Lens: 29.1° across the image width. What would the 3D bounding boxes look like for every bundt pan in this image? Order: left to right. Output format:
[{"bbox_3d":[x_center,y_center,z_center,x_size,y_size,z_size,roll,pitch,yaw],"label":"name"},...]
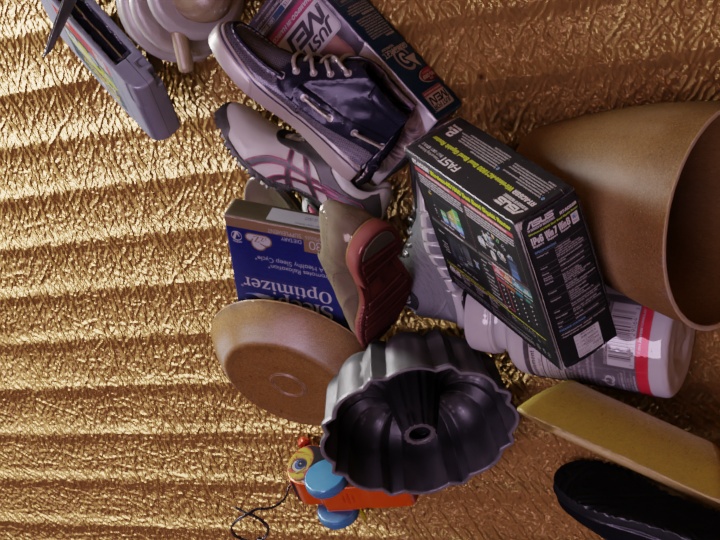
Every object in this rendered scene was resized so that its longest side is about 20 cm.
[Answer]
[{"bbox_3d":[0.054,0.134,1.380,0.199,0.076,0.203,-4,136,-4],"label":"bundt pan"}]

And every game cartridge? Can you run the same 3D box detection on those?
[{"bbox_3d":[-0.261,-0.224,1.416,0.041,0.133,0.200,-40,71,-7],"label":"game cartridge"}]

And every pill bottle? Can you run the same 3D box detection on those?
[{"bbox_3d":[0.200,0.047,1.279,0.198,0.111,0.112,9,115,26],"label":"pill bottle"}]

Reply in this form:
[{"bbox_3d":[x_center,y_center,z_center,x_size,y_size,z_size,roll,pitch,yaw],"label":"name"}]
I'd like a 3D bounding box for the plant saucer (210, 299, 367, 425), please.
[{"bbox_3d":[-0.070,0.107,1.452,0.198,0.036,0.201,15,144,11],"label":"plant saucer"}]

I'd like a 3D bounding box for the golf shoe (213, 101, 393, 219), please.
[{"bbox_3d":[-0.055,-0.111,1.386,0.200,0.077,0.088,41,118,-3],"label":"golf shoe"}]

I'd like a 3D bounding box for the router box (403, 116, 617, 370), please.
[{"bbox_3d":[0.125,-0.028,1.180,0.200,0.062,0.151,42,159,55],"label":"router box"}]

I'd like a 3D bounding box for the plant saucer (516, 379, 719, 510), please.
[{"bbox_3d":[0.254,0.157,1.276,0.198,0.200,0.049,23,85,19],"label":"plant saucer"}]

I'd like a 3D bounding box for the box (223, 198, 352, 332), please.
[{"bbox_3d":[-0.068,0.022,1.411,0.120,0.033,0.201,11,136,16],"label":"box"}]

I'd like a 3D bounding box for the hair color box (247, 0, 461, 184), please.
[{"bbox_3d":[-0.009,-0.193,1.325,0.200,0.060,0.100,47,126,3],"label":"hair color box"}]

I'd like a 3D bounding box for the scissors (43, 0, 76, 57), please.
[{"bbox_3d":[-0.281,-0.293,1.367,0.073,0.201,0.014,32,152,1],"label":"scissors"}]

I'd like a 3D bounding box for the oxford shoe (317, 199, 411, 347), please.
[{"bbox_3d":[0.000,0.000,1.319,0.075,0.070,0.201,38,155,25],"label":"oxford shoe"}]

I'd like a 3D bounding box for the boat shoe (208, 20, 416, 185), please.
[{"bbox_3d":[-0.039,-0.177,1.266,0.200,0.075,0.093,40,121,-10],"label":"boat shoe"}]

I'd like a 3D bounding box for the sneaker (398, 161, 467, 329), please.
[{"bbox_3d":[0.049,-0.031,1.345,0.114,0.075,0.202,4,123,34],"label":"sneaker"}]

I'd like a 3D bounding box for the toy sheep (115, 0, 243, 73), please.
[{"bbox_3d":[-0.176,-0.263,1.347,0.199,0.137,0.139,11,121,58],"label":"toy sheep"}]

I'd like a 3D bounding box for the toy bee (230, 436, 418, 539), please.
[{"bbox_3d":[-0.038,0.217,1.505,0.197,0.109,0.132,4,129,-5],"label":"toy bee"}]

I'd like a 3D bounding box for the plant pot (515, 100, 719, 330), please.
[{"bbox_3d":[0.230,-0.065,1.188,0.199,0.185,0.189,18,121,43],"label":"plant pot"}]

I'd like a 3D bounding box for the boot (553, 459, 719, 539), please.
[{"bbox_3d":[0.275,0.293,1.365,0.198,0.076,0.170,19,124,30],"label":"boot"}]

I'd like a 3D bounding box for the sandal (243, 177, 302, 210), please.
[{"bbox_3d":[-0.101,-0.004,1.463,0.080,0.054,0.202,20,120,22],"label":"sandal"}]
